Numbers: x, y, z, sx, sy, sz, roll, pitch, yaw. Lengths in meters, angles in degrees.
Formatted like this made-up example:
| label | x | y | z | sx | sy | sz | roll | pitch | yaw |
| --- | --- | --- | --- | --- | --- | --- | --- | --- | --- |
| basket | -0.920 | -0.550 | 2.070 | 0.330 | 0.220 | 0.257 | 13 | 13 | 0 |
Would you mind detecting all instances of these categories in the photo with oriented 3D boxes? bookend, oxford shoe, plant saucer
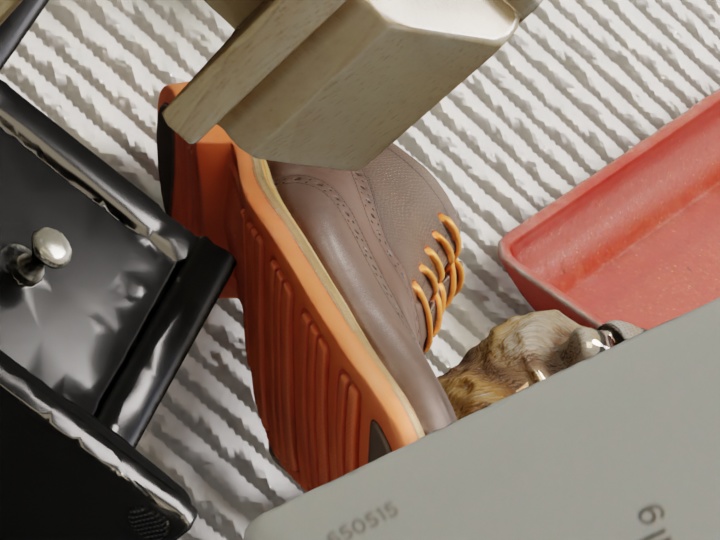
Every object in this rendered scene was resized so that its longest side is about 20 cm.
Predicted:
| label | x | y | z | sx | sy | sz | roll | pitch | yaw |
| --- | --- | --- | --- | --- | --- | --- | --- | --- | --- |
| bookend | -0.111 | -0.037 | 0.780 | 0.200 | 0.092 | 0.199 | 39 | 44 | -12 |
| oxford shoe | 0.000 | 0.000 | 0.799 | 0.073 | 0.071 | 0.200 | -8 | 36 | -15 |
| plant saucer | 0.172 | 0.019 | 0.960 | 0.200 | 0.037 | 0.200 | 36 | 43 | 21 |

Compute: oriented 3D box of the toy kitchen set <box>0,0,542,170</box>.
| label | x | y | z | sx | sy | sz | roll | pitch | yaw |
| --- | --- | --- | --- | --- | --- | --- | --- | --- | --- |
| toy kitchen set | -0.078 | -0.044 | 0.599 | 0.163 | 0.200 | 0.180 | 42 | 45 | -8 |

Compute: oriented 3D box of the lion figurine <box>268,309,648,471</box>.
| label | x | y | z | sx | sy | sz | roll | pitch | yaw |
| --- | --- | --- | --- | --- | --- | --- | --- | --- | --- |
| lion figurine | 0.038 | 0.101 | 0.833 | 0.122 | 0.072 | 0.200 | 19 | 65 | -38 |

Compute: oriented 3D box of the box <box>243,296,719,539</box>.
| label | x | y | z | sx | sy | sz | roll | pitch | yaw |
| --- | --- | --- | --- | --- | --- | --- | --- | --- | --- |
| box | 0.097 | 0.131 | 0.662 | 0.200 | 0.171 | 0.199 | -24 | 64 | -19 |
